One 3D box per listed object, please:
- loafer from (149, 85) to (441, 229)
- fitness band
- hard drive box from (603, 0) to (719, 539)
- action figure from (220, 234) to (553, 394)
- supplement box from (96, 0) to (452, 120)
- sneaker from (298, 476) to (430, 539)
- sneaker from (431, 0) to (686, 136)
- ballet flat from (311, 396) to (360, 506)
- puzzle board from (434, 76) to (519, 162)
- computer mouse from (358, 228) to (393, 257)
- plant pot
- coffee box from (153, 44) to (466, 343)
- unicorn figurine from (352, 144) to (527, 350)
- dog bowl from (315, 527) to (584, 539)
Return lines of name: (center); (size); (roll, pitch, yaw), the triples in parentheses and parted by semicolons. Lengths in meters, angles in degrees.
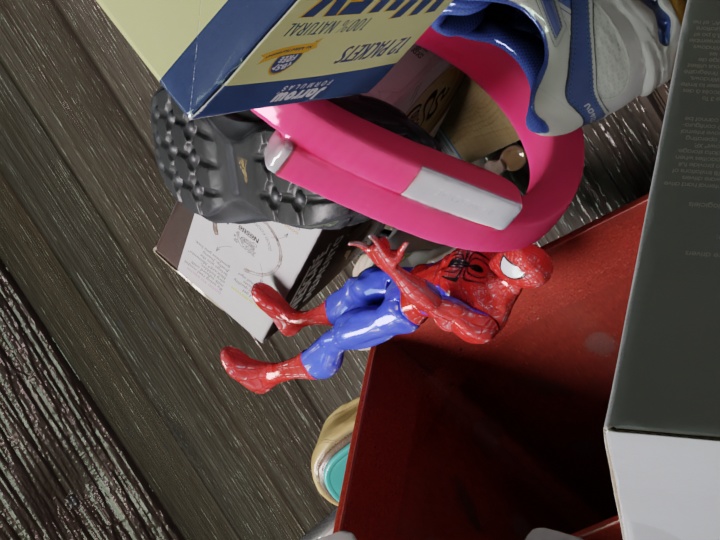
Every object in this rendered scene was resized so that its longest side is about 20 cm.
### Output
loafer: (-0.035, -0.056, 1.321); (0.200, 0.070, 0.069); (16, 115, 58)
fitness band: (0.011, -0.080, 1.230); (0.199, 0.037, 0.144); (23, -143, -24)
hard drive box: (0.150, 0.023, 1.081); (0.076, 0.201, 0.156); (5, 146, 15)
action figure: (0.000, 0.000, 1.345); (0.199, 0.066, 0.099); (-13, 133, 43)
supplement box: (-0.030, -0.200, 1.103); (0.200, 0.200, 0.134); (52, -151, 14)
sneaker: (0.027, 0.138, 1.429); (0.080, 0.070, 0.200); (49, -163, 4)
sneaker: (0.054, -0.149, 1.236); (0.200, 0.088, 0.075); (52, 167, 16)
ballet flat: (0.059, 0.058, 1.533); (0.069, 0.199, 0.063); (58, -168, -23)
puzzle board: (0.024, -0.125, 1.537); (0.151, 0.017, 0.200); (55, 167, -3)
computer mouse: (-0.021, -0.088, 1.579); (0.140, 0.046, 0.201); (23, 145, 32)
plant pot: (0.120, 0.114, 1.316); (0.176, 0.199, 0.201); (45, -143, -28)
coffee box: (-0.018, -0.070, 1.440); (0.080, 0.113, 0.200); (39, 140, 9)
unicorn figurine: (0.039, -0.003, 1.505); (0.074, 0.137, 0.200); (60, -158, 4)
dog bowl: (0.041, 0.184, 1.224); (0.201, 0.198, 0.059); (71, -163, -48)
